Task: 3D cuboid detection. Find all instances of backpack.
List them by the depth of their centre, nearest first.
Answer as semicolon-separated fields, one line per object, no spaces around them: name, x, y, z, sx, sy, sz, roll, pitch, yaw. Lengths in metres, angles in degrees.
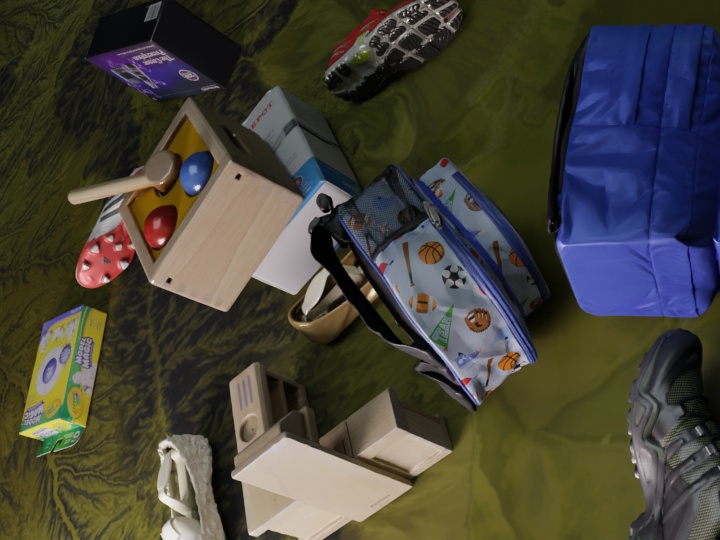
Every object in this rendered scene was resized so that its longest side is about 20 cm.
backpack;0.233;-0.080;0.762;0.166;0.163;0.202;1;67;17
backpack;0.077;0.015;0.868;0.153;0.200;0.191;-35;48;10

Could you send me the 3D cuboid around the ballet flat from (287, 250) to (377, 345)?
ballet flat;0.000;0.000;1.042;0.200;0.063;0.069;-49;41;16

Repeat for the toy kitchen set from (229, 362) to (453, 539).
toy kitchen set;-0.055;0.128;0.950;0.200;0.162;0.182;-39;44;26

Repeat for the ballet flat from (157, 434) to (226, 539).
ballet flat;-0.193;0.268;1.102;0.072;0.071;0.201;-40;45;25

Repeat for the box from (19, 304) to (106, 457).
box;-0.430;0.160;1.439;0.117;0.048;0.202;-22;55;39

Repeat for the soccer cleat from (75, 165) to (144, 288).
soccer cleat;-0.357;-0.066;1.478;0.201;0.068;0.085;-61;30;-3

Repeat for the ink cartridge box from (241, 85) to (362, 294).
ink cartridge box;-0.088;-0.097;1.177;0.145;0.083;0.201;-47;42;20

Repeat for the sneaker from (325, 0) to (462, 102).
sneaker;0.031;-0.277;1.160;0.199;0.077;0.086;-24;47;37

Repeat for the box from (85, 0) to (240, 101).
box;-0.296;-0.325;1.494;0.199;0.140;0.080;2;72;48

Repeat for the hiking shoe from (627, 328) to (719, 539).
hiking shoe;0.244;0.140;0.697;0.100;0.075;0.203;-6;73;37

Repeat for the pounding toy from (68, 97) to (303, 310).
pounding toy;-0.198;-0.080;1.101;0.185;0.141;0.200;-54;40;14
